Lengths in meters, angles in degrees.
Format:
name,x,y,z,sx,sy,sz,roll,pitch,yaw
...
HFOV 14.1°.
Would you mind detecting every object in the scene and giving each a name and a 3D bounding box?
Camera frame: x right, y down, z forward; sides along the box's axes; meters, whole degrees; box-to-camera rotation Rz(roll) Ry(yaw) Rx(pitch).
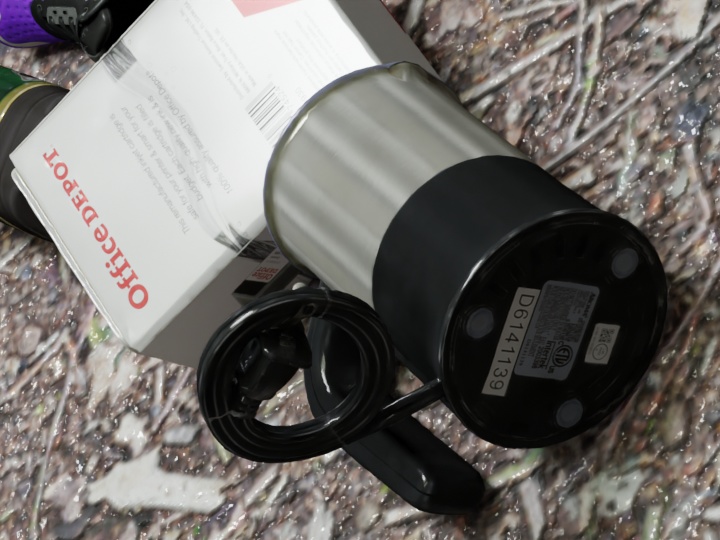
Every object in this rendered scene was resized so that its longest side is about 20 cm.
name,x,y,z,sx,sy,sz,roll,pitch,yaw
coffee jar,-0.201,-0.071,1.683,0.200,0.104,0.086,21,87,53
milk frother,0.000,0.000,1.335,0.181,0.200,0.188,-57,37,6
ink cartridge box,-0.065,-0.067,1.514,0.200,0.083,0.147,-44,61,16
sneaker,-0.158,-0.159,1.726,0.200,0.069,0.100,-22,52,38
